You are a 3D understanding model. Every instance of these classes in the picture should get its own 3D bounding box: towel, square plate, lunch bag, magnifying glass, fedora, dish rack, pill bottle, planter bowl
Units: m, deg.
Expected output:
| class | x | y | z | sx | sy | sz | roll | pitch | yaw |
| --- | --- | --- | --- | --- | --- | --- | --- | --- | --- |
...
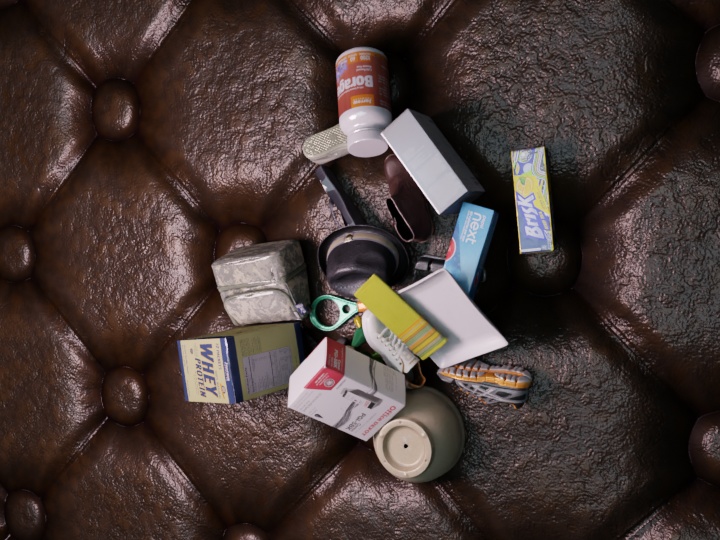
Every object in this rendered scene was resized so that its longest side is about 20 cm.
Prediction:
| class | x | y | z | sx | sy | sz | roll | pitch | yaw |
| --- | --- | --- | --- | --- | --- | --- | --- | --- | --- |
| towel | 0.081 | 0.093 | 1.504 | 0.200 | 0.018 | 0.086 | 43 | 134 | -4 |
| square plate | 0.165 | 0.094 | 1.474 | 0.200 | 0.029 | 0.197 | 48 | 139 | -12 |
| lunch bag | -0.212 | 0.034 | 1.672 | 0.197 | 0.139 | 0.171 | -8 | 106 | 21 |
| magnifying glass | -0.023 | 0.084 | 1.658 | 0.197 | 0.022 | 0.081 | -12 | 90 | 20 |
| fedora | 0.000 | 0.000 | 1.563 | 0.197 | 0.092 | 0.203 | 7 | 133 | 8 |
| dish rack | 0.172 | 0.078 | 1.568 | 0.151 | 0.054 | 0.204 | 11 | 99 | 21 |
| pill bottle | 0.009 | -0.343 | 1.541 | 0.110 | 0.112 | 0.204 | -10 | 73 | 21 |
| planter bowl | 0.108 | 0.354 | 1.567 | 0.197 | 0.134 | 0.204 | 2 | 94 | 21 |

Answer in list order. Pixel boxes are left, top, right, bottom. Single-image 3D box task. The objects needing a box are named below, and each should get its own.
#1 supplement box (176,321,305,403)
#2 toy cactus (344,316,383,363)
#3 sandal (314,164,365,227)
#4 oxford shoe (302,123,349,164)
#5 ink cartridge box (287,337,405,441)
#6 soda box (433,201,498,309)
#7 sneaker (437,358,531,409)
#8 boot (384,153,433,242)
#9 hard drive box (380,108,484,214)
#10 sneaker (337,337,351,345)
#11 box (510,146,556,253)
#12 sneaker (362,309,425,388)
| class | x | y | z | sx | sy | sz | roll | pitch | yaw |
| --- | --- | --- | --- | --- | --- | --- | --- | --- | --- |
| supplement box | -0.256 | 0.197 | 1.627 | 0.198 | 0.198 | 0.137 | -8 | 91 | 45 |
| toy cactus | -0.011 | 0.178 | 1.593 | 0.101 | 0.164 | 0.203 | 26 | 98 | 38 |
| sandal | -0.043 | -0.137 | 1.626 | 0.043 | 0.076 | 0.202 | -36 | 71 | 17 |
| oxford shoe | -0.027 | -0.281 | 1.618 | 0.197 | 0.058 | 0.076 | -18 | 69 | 6 |
| ink cartridge box | -0.026 | 0.243 | 1.510 | 0.198 | 0.084 | 0.147 | 27 | 125 | -21 |
| soda box | 0.210 | -0.028 | 1.487 | 0.067 | 0.064 | 0.203 | 18 | 94 | 19 |
| sneaker | 0.251 | 0.234 | 1.539 | 0.197 | 0.078 | 0.079 | 9 | 117 | 27 |
| boot | 0.086 | -0.151 | 1.521 | 0.072 | 0.166 | 0.202 | -28 | 84 | 20 |
| hard drive box | 0.148 | -0.215 | 1.500 | 0.076 | 0.155 | 0.201 | -38 | 80 | 20 |
| sneaker | -0.106 | 0.218 | 1.673 | 0.115 | 0.075 | 0.202 | 31 | 105 | 19 |
| box | 0.342 | -0.137 | 1.480 | 0.069 | 0.064 | 0.204 | -5 | 93 | 21 |
| sneaker | 0.078 | 0.160 | 1.557 | 0.084 | 0.073 | 0.202 | 0 | 127 | 55 |
